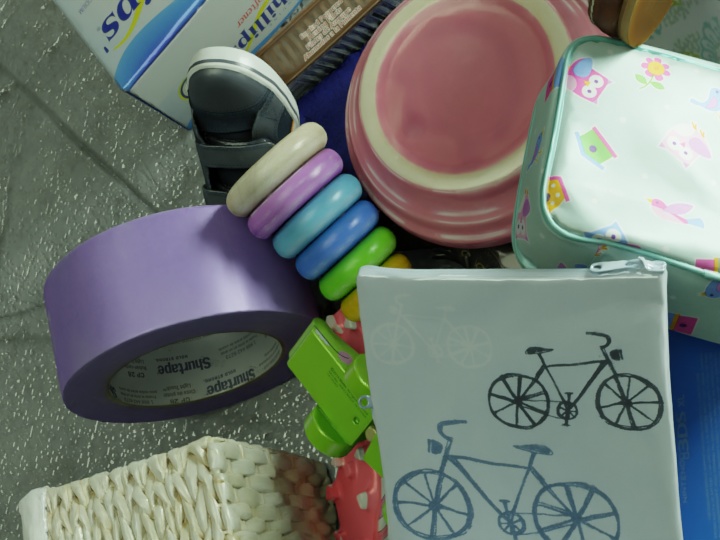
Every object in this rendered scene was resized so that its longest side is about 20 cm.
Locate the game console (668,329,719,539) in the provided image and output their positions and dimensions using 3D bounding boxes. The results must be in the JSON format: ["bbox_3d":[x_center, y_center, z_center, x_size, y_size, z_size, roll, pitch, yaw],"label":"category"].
[{"bbox_3d":[0.174,0.108,0.745,0.168,0.118,0.203,-5,91,-12],"label":"game console"}]

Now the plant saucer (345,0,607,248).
[{"bbox_3d":[0.076,-0.119,0.780,0.198,0.051,0.204,-6,75,21],"label":"plant saucer"}]

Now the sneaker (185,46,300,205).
[{"bbox_3d":[-0.081,-0.078,0.862,0.077,0.201,0.080,2,61,14],"label":"sneaker"}]

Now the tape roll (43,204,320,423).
[{"bbox_3d":[-0.131,0.038,0.862,0.198,0.199,0.086,-26,65,20],"label":"tape roll"}]

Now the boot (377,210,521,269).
[{"bbox_3d":[0.099,0.025,0.818,0.197,0.069,0.177,-7,75,27],"label":"boot"}]

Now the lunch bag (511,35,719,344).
[{"bbox_3d":[0.194,-0.049,0.676,0.197,0.077,0.162,15,61,-4],"label":"lunch bag"}]

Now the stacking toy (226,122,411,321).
[{"bbox_3d":[0.000,0.000,0.791,0.085,0.085,0.201,-39,93,14],"label":"stacking toy"}]

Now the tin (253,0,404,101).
[{"bbox_3d":[-0.015,-0.191,0.911,0.199,0.112,0.042,-40,89,15],"label":"tin"}]

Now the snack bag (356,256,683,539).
[{"bbox_3d":[0.089,0.086,0.668,0.186,0.021,0.203,-1,110,24],"label":"snack bag"}]

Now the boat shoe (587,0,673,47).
[{"bbox_3d":[0.176,-0.231,0.669,0.070,0.070,0.202,26,90,24],"label":"boat shoe"}]

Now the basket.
[{"bbox_3d":[-0.107,0.236,0.805,0.159,0.200,0.201,-21,68,16],"label":"basket"}]

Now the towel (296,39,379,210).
[{"bbox_3d":[0.047,-0.136,0.874,0.199,0.050,0.148,-39,45,9],"label":"towel"}]

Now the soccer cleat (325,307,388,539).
[{"bbox_3d":[0.018,0.119,0.844,0.066,0.076,0.203,-5,88,60],"label":"soccer cleat"}]

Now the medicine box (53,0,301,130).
[{"bbox_3d":[-0.166,-0.264,1.016,0.182,0.103,0.200,-47,60,10],"label":"medicine box"}]

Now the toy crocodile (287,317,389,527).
[{"bbox_3d":[0.025,0.113,0.766,0.200,0.061,0.068,45,119,21],"label":"toy crocodile"}]

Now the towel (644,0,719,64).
[{"bbox_3d":[0.232,-0.207,0.757,0.048,0.172,0.200,-28,56,-22],"label":"towel"}]
